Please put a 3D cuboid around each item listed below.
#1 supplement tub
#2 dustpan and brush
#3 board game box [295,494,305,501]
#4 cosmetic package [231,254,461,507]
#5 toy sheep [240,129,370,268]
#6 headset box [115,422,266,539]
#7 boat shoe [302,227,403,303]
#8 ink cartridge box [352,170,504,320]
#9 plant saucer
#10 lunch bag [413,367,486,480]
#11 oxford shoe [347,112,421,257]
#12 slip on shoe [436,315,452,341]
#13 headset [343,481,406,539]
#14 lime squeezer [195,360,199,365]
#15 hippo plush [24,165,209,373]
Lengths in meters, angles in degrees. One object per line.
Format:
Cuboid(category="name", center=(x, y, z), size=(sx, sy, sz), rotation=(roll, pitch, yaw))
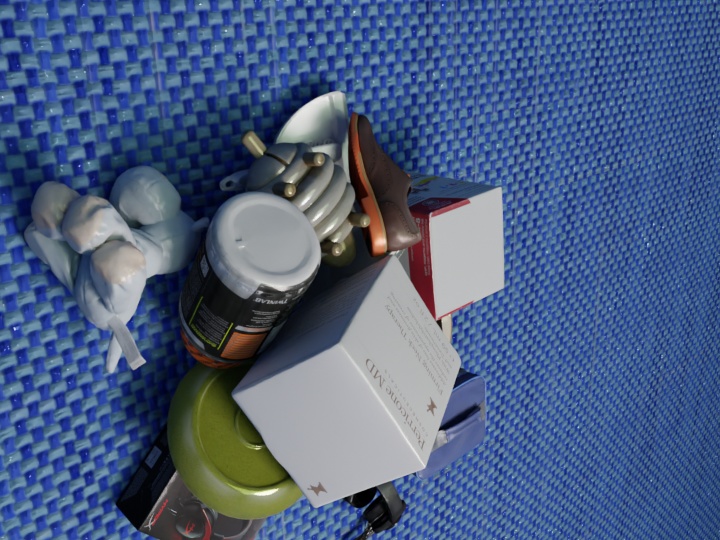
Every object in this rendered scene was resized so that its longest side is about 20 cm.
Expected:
Cuboid(category="supplement tub", center=(-0.130, 0.020, 0.809), size=(0.120, 0.124, 0.201), rotation=(-15, 156, -37))
Cuboid(category="dustpan and brush", center=(-0.089, -0.136, 0.932), size=(0.195, 0.057, 0.143), rotation=(-18, 113, -18))
Cuboid(category="board game box", center=(-0.107, 0.186, 0.921), size=(0.199, 0.039, 0.159), rotation=(40, 52, -7))
Cuboid(category="cosmetic package", center=(-0.007, 0.123, 0.846), size=(0.169, 0.164, 0.201), rotation=(55, 31, -13))
Cuboid(category="toy sheep", center=(-0.069, -0.083, 0.862), size=(0.138, 0.137, 0.202), rotation=(-45, 116, -21))
Cuboid(category="headset box", center=(-0.192, 0.289, 0.964), size=(0.200, 0.074, 0.150), rotation=(45, 72, -40))
Cuboid(category="boat shoe", center=(0.000, 0.000, 0.982), size=(0.061, 0.199, 0.074), rotation=(21, 49, -34))
Cuboid(category="ink cartridge box", center=(0.080, -0.044, 1.022), size=(0.143, 0.198, 0.149), rotation=(-22, 115, -35))
Cuboid(category="plant saucer", center=(-0.127, 0.183, 0.865), size=(0.195, 0.031, 0.205), rotation=(14, 59, -23))
Cuboid(category="lunch bag", center=(0.121, 0.236, 1.190), size=(0.197, 0.131, 0.139), rotation=(-22, 117, -34))
Cuboid(category="oxford shoe", center=(0.026, -0.111, 0.918), size=(0.070, 0.205, 0.072), rotation=(-9, 156, -7))
Cuboid(category="slip on shoe", center=(0.128, 0.038, 1.177), size=(0.059, 0.075, 0.206), rotation=(-16, 106, -29))
Cuboid(category="headset", center=(0.008, 0.363, 1.143), size=(0.093, 0.123, 0.203), rotation=(-37, 145, -25))
Cuboid(category="lime squeezer", center=(-0.174, 0.142, 0.942), size=(0.199, 0.037, 0.072), rotation=(7, 58, -63))
Cuboid(category="hippo plush", center=(-0.230, -0.027, 0.775), size=(0.160, 0.157, 0.203), rotation=(-41, 107, -38))
